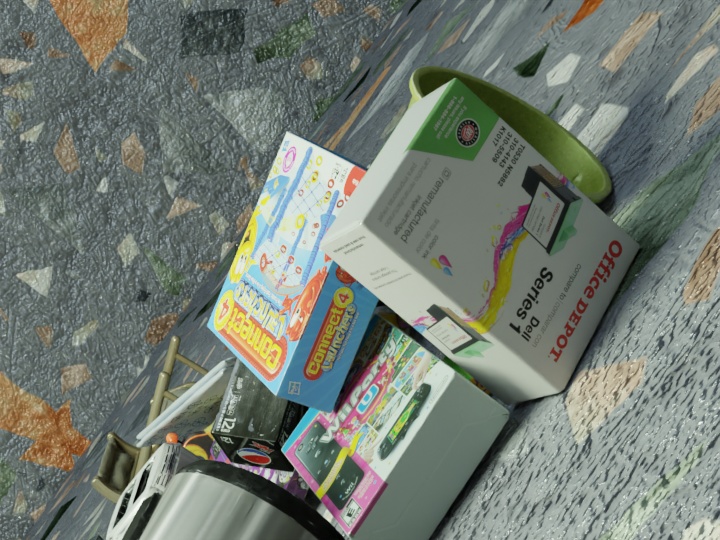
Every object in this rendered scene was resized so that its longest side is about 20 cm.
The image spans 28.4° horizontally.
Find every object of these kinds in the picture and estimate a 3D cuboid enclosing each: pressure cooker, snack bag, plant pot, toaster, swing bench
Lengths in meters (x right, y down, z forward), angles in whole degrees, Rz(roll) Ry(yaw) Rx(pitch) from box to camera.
[{"bbox_3d":[-0.115,0.269,1.087,0.178,0.176,0.201,-8,44,51],"label":"pressure cooker"},{"bbox_3d":[-0.156,0.155,1.750,0.188,0.022,0.199,-41,-21,31],"label":"snack bag"},{"bbox_3d":[0.091,-0.048,1.262,0.185,0.199,0.201,-60,7,23],"label":"plant pot"},{"bbox_3d":[-0.191,0.273,1.515,0.114,0.129,0.200,-50,11,13],"label":"toaster"},{"bbox_3d":[-0.275,0.229,2.035,0.201,0.129,0.199,-56,10,10],"label":"swing bench"}]

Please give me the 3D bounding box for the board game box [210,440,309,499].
[{"bbox_3d":[-0.098,0.183,1.443,0.200,0.032,0.121,47,120,60],"label":"board game box"}]

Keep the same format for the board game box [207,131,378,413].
[{"bbox_3d":[-0.046,-0.005,1.237,0.198,0.055,0.200,-67,27,5],"label":"board game box"}]

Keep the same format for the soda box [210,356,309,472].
[{"bbox_3d":[-0.075,0.087,1.363,0.064,0.070,0.202,68,-147,-53],"label":"soda box"}]

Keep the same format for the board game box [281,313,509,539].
[{"bbox_3d":[0.023,0.131,1.138,0.148,0.064,0.200,-55,20,-1],"label":"board game box"}]

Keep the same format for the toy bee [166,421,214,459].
[{"bbox_3d":[-0.171,0.210,1.692,0.201,0.108,0.131,-57,12,-28],"label":"toy bee"}]

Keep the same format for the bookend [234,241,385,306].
[{"bbox_3d":[0.000,0.000,1.550,0.197,0.093,0.199,-10,-4,28],"label":"bookend"}]

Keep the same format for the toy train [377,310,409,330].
[{"bbox_3d":[-0.027,0.079,1.516,0.149,0.056,0.199,-12,-4,44],"label":"toy train"}]

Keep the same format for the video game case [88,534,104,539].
[{"bbox_3d":[-0.256,0.381,1.413,0.019,0.143,0.201,-27,21,26],"label":"video game case"}]

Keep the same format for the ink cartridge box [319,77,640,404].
[{"bbox_3d":[0.092,-0.018,1.064,0.146,0.199,0.084,-57,15,-24],"label":"ink cartridge box"}]

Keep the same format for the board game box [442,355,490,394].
[{"bbox_3d":[0.076,0.103,1.203,0.201,0.030,0.096,-53,11,15],"label":"board game box"}]
